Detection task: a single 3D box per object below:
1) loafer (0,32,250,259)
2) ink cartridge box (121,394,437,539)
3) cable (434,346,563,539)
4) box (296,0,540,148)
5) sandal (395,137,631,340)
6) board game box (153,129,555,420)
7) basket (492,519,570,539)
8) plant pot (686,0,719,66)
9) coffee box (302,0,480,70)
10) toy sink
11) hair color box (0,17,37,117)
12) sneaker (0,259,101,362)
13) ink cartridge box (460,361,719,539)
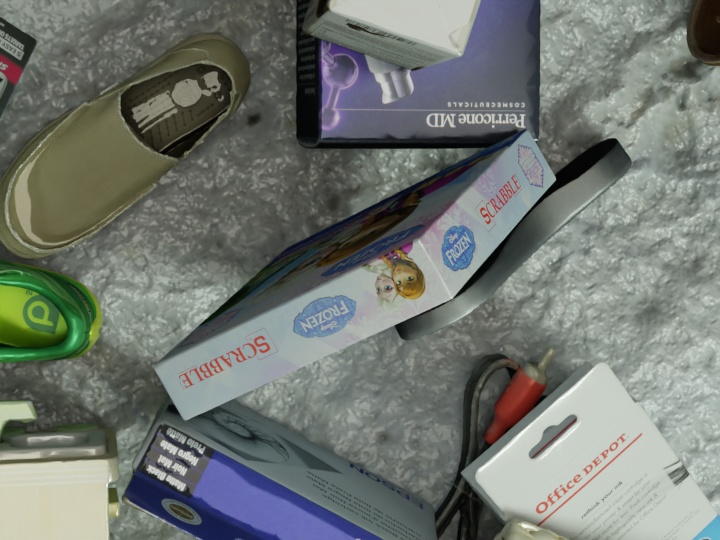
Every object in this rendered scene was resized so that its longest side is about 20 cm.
[{"bbox_3d":[-0.155,-0.083,1.278,0.200,0.068,0.076,-41,99,-4],"label":"loafer"},{"bbox_3d":[-0.043,0.143,1.236,0.199,0.200,0.041,28,99,-5],"label":"ink cartridge box"},{"bbox_3d":[0.084,0.138,1.339,0.097,0.050,0.200,38,87,-16],"label":"cable"},{"bbox_3d":[0.036,-0.178,1.283,0.147,0.104,0.201,-2,94,-9],"label":"box"},{"bbox_3d":[0.092,-0.026,1.323,0.200,0.076,0.043,-41,101,-15],"label":"sandal"},{"bbox_3d":[0.000,0.000,1.204,0.200,0.200,0.041,-26,100,29],"label":"board game box"},{"bbox_3d":[0.143,0.263,1.251,0.199,0.136,0.124,24,48,-7],"label":"basket"},{"bbox_3d":[0.353,-0.156,1.301,0.198,0.200,0.201,37,88,-18],"label":"plant pot"},{"bbox_3d":[0.026,-0.181,1.127,0.080,0.200,0.114,18,92,-6],"label":"coffee box"},{"bbox_3d":[-0.207,0.155,1.257,0.111,0.130,0.201,-2,93,-9],"label":"toy sink"},{"bbox_3d":[-0.282,-0.082,1.204,0.099,0.061,0.201,33,54,-21],"label":"hair color box"},{"bbox_3d":[-0.262,0.015,1.260,0.199,0.084,0.074,8,93,-7],"label":"sneaker"},{"bbox_3d":[0.150,0.145,1.307,0.116,0.068,0.200,-41,122,-4],"label":"ink cartridge box"}]
